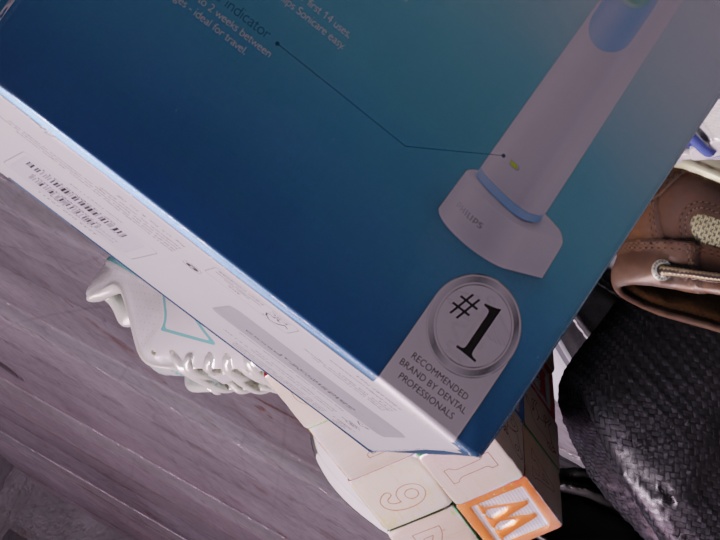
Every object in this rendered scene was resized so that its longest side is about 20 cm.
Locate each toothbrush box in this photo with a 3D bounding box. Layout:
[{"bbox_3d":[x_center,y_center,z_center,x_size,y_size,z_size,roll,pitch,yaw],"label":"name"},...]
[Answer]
[{"bbox_3d":[0.014,-0.077,0.612,0.146,0.200,0.085,36,168,-13],"label":"toothbrush box"}]

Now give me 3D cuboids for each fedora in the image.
[{"bbox_3d":[0.139,0.067,0.961,0.201,0.091,0.201,50,177,4],"label":"fedora"}]

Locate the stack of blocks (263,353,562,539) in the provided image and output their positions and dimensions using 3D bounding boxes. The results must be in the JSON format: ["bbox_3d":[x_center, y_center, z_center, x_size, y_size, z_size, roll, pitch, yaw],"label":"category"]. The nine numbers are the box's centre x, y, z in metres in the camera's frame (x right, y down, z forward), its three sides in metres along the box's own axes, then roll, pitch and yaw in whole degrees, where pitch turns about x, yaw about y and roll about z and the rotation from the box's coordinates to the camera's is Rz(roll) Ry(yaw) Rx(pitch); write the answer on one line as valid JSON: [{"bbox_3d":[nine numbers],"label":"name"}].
[{"bbox_3d":[0.000,0.000,0.917,0.200,0.058,0.115,54,-157,-31],"label":"stack of blocks"}]

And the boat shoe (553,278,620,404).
[{"bbox_3d":[0.151,0.065,1.084,0.200,0.070,0.066,50,131,14],"label":"boat shoe"}]

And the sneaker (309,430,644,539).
[{"bbox_3d":[0.062,0.088,1.084,0.200,0.076,0.115,27,166,18],"label":"sneaker"}]

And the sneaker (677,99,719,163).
[{"bbox_3d":[0.075,-0.048,0.817,0.075,0.088,0.200,45,163,-32],"label":"sneaker"}]

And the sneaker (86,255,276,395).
[{"bbox_3d":[-0.050,0.028,1.138,0.200,0.080,0.070,35,172,47],"label":"sneaker"}]

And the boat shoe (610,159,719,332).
[{"bbox_3d":[0.176,0.025,0.836,0.202,0.075,0.075,26,166,19],"label":"boat shoe"}]
